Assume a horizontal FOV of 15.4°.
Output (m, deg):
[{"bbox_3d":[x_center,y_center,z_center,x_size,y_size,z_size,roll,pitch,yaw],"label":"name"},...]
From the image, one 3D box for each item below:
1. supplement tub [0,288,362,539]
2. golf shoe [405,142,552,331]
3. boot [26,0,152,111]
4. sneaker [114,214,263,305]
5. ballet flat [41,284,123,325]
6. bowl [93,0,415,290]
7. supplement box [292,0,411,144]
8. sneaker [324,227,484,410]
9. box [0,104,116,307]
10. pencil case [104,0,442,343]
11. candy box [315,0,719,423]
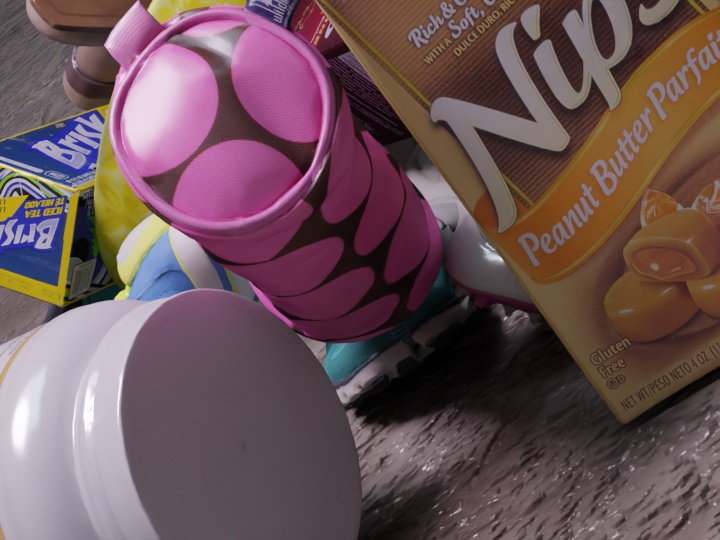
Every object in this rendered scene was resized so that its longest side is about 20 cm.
[{"bbox_3d":[-0.112,0.096,1.013,0.199,0.145,0.145,-24,21,38],"label":"supplement tub"},{"bbox_3d":[0.069,-0.046,1.105,0.200,0.075,0.092,-114,39,-68],"label":"golf shoe"},{"bbox_3d":[-0.119,-0.129,1.388,0.200,0.070,0.146,-27,-10,-40],"label":"boot"},{"bbox_3d":[-0.081,0.050,1.168,0.200,0.075,0.105,-50,37,46],"label":"sneaker"},{"bbox_3d":[-0.142,0.053,1.354,0.073,0.073,0.200,-31,22,20],"label":"ballet flat"},{"bbox_3d":[-0.036,-0.065,1.324,0.107,0.201,0.200,20,46,20],"label":"bowl"},{"bbox_3d":[0.025,-0.114,1.081,0.109,0.061,0.200,-60,14,-12],"label":"supplement box"},{"bbox_3d":[0.000,0.000,1.160,0.077,0.080,0.200,-35,17,6],"label":"sneaker"},{"bbox_3d":[-0.126,-0.041,1.372,0.070,0.065,0.200,18,19,21],"label":"box"},{"bbox_3d":[-0.029,-0.034,0.975,0.091,0.093,0.200,-55,-18,-6],"label":"pencil case"},{"bbox_3d":[0.084,-0.060,0.928,0.115,0.200,0.055,-33,16,15],"label":"candy box"}]
